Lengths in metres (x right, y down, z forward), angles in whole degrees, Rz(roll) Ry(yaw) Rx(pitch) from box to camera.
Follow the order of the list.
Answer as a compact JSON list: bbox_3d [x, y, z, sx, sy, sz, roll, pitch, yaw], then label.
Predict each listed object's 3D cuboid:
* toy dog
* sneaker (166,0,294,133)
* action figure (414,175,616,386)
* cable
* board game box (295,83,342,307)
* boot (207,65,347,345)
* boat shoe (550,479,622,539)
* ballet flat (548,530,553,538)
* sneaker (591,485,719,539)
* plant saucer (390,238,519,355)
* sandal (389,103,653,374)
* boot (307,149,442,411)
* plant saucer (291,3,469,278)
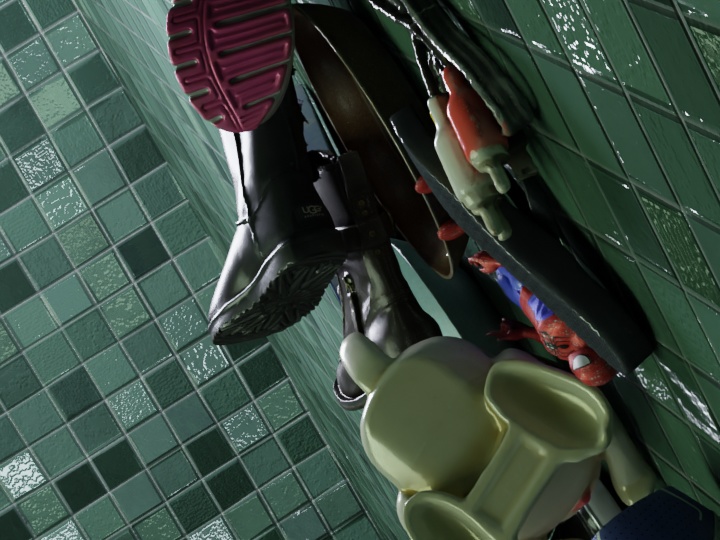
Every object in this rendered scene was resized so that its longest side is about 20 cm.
[{"bbox_3d":[0.079,0.112,1.524,0.193,0.140,0.200,24,-177,19],"label":"toy dog"},{"bbox_3d":[-0.076,-0.184,1.571,0.088,0.081,0.202,23,-117,-79],"label":"sneaker"},{"bbox_3d":[0.092,0.008,1.441,0.200,0.051,0.066,47,163,50],"label":"action figure"},{"bbox_3d":[0.033,-0.112,1.313,0.201,0.050,0.097,56,168,18],"label":"cable"},{"bbox_3d":[-0.005,-0.011,1.924,0.200,0.041,0.201,-111,-4,-55],"label":"board game box"},{"bbox_3d":[-0.077,-0.071,1.656,0.165,0.065,0.201,-43,60,53],"label":"boot"},{"bbox_3d":[0.158,0.198,1.739,0.069,0.056,0.200,56,173,20],"label":"boat shoe"},{"bbox_3d":[0.102,0.170,1.749,0.063,0.069,0.200,30,174,8],"label":"ballet flat"},{"bbox_3d":[0.210,0.193,1.310,0.200,0.080,0.115,51,169,8],"label":"sneaker"},{"bbox_3d":[0.079,0.054,1.758,0.202,0.039,0.201,58,172,12],"label":"plant saucer"},{"bbox_3d":[0.091,-0.022,1.367,0.200,0.043,0.076,45,175,25],"label":"sandal"},{"bbox_3d":[0.000,0.000,1.705,0.175,0.069,0.200,66,162,-1],"label":"boot"},{"bbox_3d":[0.017,-0.089,1.600,0.201,0.034,0.200,58,174,9],"label":"plant saucer"}]
